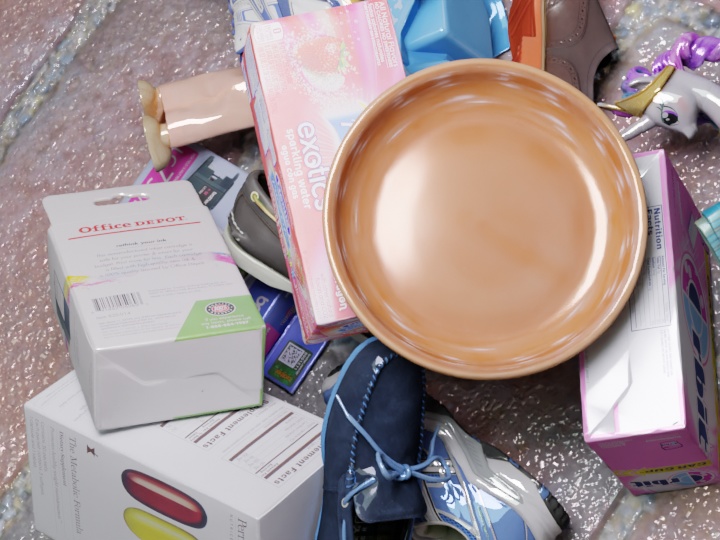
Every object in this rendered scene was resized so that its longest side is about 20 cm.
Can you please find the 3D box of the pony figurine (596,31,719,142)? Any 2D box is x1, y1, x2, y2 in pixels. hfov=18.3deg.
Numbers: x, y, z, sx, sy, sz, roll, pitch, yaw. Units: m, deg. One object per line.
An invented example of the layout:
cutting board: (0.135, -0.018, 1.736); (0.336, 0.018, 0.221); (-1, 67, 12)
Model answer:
pony figurine: (0.276, -0.134, 1.453); (0.200, 0.167, 0.193); (27, 92, 14)

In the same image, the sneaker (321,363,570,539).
sneaker: (0.041, 0.130, 1.469); (0.200, 0.076, 0.077); (36, 81, 32)

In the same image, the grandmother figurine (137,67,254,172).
grandmother figurine: (-0.059, -0.132, 1.620); (0.199, 0.061, 0.122); (-12, 60, 2)

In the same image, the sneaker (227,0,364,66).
sneaker: (-0.070, -0.186, 1.582); (0.088, 0.075, 0.200); (-55, 42, 3)

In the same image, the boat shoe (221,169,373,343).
boat shoe: (0.000, 0.000, 1.516); (0.201, 0.072, 0.061); (28, 125, 10)

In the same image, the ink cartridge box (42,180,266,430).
ink cartridge box: (-0.145, 0.019, 1.511); (0.117, 0.067, 0.200); (-8, 34, -15)

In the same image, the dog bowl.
dog bowl: (0.060, -0.138, 1.563); (0.049, 0.111, 0.201); (-19, 61, 29)

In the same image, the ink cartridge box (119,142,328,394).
ink cartridge box: (-0.095, -0.009, 1.611); (0.200, 0.042, 0.119); (32, 83, 29)

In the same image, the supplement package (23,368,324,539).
supplement package: (-0.112, 0.142, 1.486); (0.200, 0.114, 0.109); (21, 39, 30)

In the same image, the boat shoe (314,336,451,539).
boat shoe: (0.019, 0.142, 1.409); (0.069, 0.084, 0.201); (30, 121, 53)

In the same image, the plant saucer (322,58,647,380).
plant saucer: (0.076, -0.030, 1.375); (0.200, 0.037, 0.201); (1, 79, -3)

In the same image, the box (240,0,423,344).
box: (-0.010, -0.063, 1.445); (0.094, 0.103, 0.201); (-12, 82, -7)

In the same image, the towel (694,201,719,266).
towel: (0.327, -0.022, 1.394); (0.200, 0.022, 0.147); (-31, 102, 8)

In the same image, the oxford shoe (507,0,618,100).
oxford shoe: (0.145, -0.172, 1.575); (0.072, 0.071, 0.200); (15, 63, -7)

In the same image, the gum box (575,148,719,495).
gum box: (0.184, 0.029, 1.429); (0.066, 0.114, 0.201); (-9, 65, 19)
